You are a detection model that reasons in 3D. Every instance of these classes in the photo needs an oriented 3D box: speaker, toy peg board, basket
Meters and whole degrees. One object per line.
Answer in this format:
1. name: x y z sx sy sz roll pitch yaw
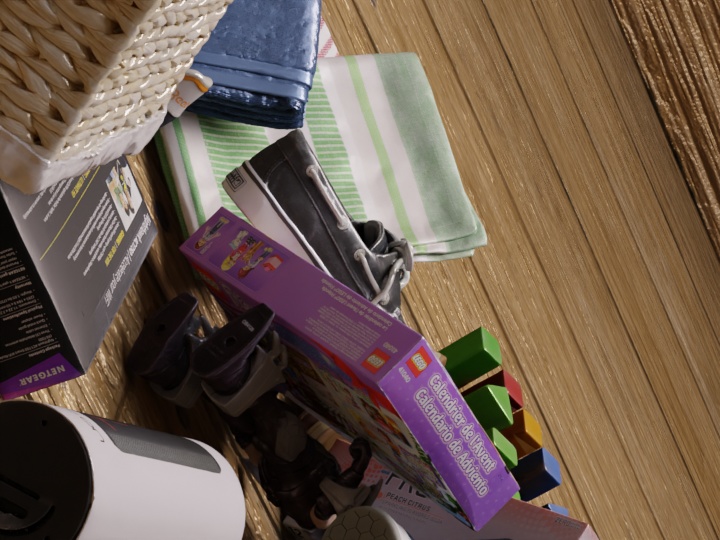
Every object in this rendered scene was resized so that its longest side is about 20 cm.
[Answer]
1. speaker: -0.126 0.111 1.444 0.200 0.081 0.082 25 47 -69
2. toy peg board: 0.093 0.157 2.069 0.199 0.098 0.201 43 28 -36
3. basket: -0.155 -0.165 1.401 0.198 0.161 0.200 40 14 3

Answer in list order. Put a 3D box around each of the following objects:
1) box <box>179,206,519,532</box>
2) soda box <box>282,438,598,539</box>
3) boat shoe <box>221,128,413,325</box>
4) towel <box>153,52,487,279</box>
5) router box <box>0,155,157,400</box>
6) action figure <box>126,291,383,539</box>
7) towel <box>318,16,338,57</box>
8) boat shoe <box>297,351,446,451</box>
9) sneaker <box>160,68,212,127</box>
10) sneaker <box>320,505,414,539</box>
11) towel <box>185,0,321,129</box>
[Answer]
1. box: -0.007 0.054 1.700 0.200 0.039 0.137 33 -18 47
2. soda box: 0.053 0.166 1.800 0.069 0.199 0.064 -56 138 -21
3. boat shoe: -0.001 -0.001 1.791 0.200 0.068 0.074 52 2 -23
4. towel: -0.030 -0.068 1.863 0.023 0.199 0.153 -53 -131 51
5. router box: -0.169 -0.043 1.537 0.200 0.051 0.150 -70 140 -68
6. action figure: -0.047 0.091 1.714 0.130 0.069 0.200 26 -19 40
7. towel: -0.083 -0.152 1.927 0.147 0.030 0.201 -53 130 -38
8. boat shoe: -0.012 0.080 1.945 0.072 0.072 0.200 35 27 12
9. sneaker: -0.139 -0.176 1.774 0.078 0.079 0.201 26 45 -68
10. sneaker: 0.041 0.246 1.656 0.146 0.077 0.203 42 37 -49
11. towel: -0.077 -0.191 1.849 0.049 0.111 0.201 151 -53 -64
